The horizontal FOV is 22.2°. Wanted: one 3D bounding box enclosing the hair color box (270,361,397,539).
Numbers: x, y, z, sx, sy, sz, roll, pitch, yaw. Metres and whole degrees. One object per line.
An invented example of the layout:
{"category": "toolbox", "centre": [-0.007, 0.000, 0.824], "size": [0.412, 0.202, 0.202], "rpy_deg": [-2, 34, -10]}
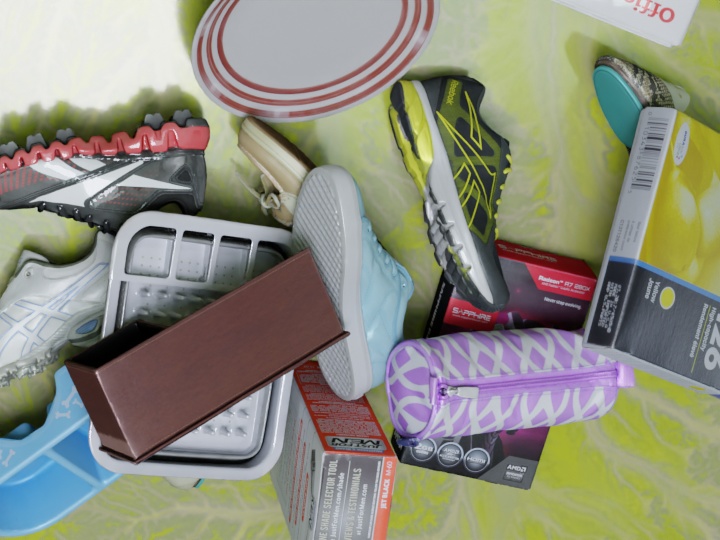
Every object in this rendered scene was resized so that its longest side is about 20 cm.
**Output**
{"category": "hair color box", "centre": [-0.025, 0.159, 1.483], "size": [0.063, 0.200, 0.112], "rpy_deg": [4, 107, -11]}

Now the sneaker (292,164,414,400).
{"category": "sneaker", "centre": [0.000, 0.000, 1.452], "size": [0.082, 0.074, 0.202], "rpy_deg": [-25, 127, -31]}

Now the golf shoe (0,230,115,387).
{"category": "golf shoe", "centre": [-0.268, 0.036, 1.480], "size": [0.198, 0.078, 0.098], "rpy_deg": [-23, 90, -6]}

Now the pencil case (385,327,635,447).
{"category": "pencil case", "centre": [0.115, 0.088, 1.468], "size": [0.198, 0.085, 0.085], "rpy_deg": [-5, 82, -31]}

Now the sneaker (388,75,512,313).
{"category": "sneaker", "centre": [0.091, -0.067, 1.474], "size": [0.084, 0.074, 0.202], "rpy_deg": [-18, 86, -11]}

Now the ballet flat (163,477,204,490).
{"category": "ballet flat", "centre": [-0.110, 0.093, 1.518], "size": [0.069, 0.070, 0.201], "rpy_deg": [33, 98, -18]}

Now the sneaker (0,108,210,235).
{"category": "sneaker", "centre": [-0.210, -0.063, 1.438], "size": [0.198, 0.071, 0.099], "rpy_deg": [-10, 91, -8]}

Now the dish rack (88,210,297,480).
{"category": "dish rack", "centre": [-0.132, 0.059, 1.440], "size": [0.170, 0.043, 0.202], "rpy_deg": [7, 91, -32]}

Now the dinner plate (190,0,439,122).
{"category": "dinner plate", "centre": [-0.036, -0.187, 1.417], "size": [0.198, 0.024, 0.201], "rpy_deg": [-15, 148, -9]}

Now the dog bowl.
{"category": "dog bowl", "centre": [-0.239, 0.143, 1.487], "size": [0.199, 0.050, 0.111], "rpy_deg": [-36, 143, 6]}

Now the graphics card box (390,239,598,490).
{"category": "graphics card box", "centre": [0.112, 0.078, 1.562], "size": [0.124, 0.051, 0.202], "rpy_deg": [13, 106, -15]}

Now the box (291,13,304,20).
{"category": "box", "centre": [-0.045, -0.319, 1.408], "size": [0.159, 0.049, 0.200], "rpy_deg": [39, 97, -16]}

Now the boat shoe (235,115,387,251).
{"category": "boat shoe", "centre": [-0.039, -0.039, 1.485], "size": [0.063, 0.073, 0.200], "rpy_deg": [-39, 112, 5]}

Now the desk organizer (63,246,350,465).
{"category": "desk organizer", "centre": [-0.115, 0.059, 1.385], "size": [0.199, 0.072, 0.078], "rpy_deg": [-30, 108, -24]}

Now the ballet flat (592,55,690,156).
{"category": "ballet flat", "centre": [0.252, -0.105, 1.530], "size": [0.075, 0.068, 0.201], "rpy_deg": [-35, 117, -21]}

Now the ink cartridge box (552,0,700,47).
{"category": "ink cartridge box", "centre": [0.216, -0.297, 1.443], "size": [0.145, 0.083, 0.202], "rpy_deg": [19, 103, -16]}

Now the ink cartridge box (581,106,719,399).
{"category": "ink cartridge box", "centre": [0.279, -0.007, 1.498], "size": [0.199, 0.047, 0.200], "rpy_deg": [20, 82, -37]}
